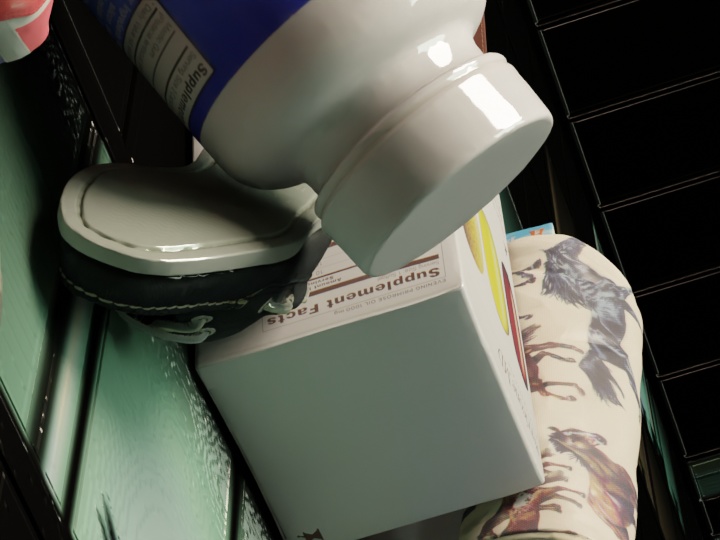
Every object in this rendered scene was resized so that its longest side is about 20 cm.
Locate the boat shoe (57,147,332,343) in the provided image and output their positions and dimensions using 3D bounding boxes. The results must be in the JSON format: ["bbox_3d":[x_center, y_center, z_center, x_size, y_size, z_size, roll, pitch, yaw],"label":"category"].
[{"bbox_3d":[-0.053,-0.004,0.950,0.200,0.076,0.060,-20,133,-66],"label":"boat shoe"}]

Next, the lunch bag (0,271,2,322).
[{"bbox_3d":[-0.142,-0.063,0.290,0.168,0.139,0.200,40,33,-75],"label":"lunch bag"}]

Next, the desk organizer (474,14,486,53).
[{"bbox_3d":[0.009,-0.118,1.288,0.072,0.077,0.200,44,-30,43],"label":"desk organizer"}]

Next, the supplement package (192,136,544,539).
[{"bbox_3d":[0.000,0.000,1.127,0.200,0.109,0.114,-96,165,-51],"label":"supplement package"}]

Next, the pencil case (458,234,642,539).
[{"bbox_3d":[0.078,0.073,1.157,0.078,0.089,0.200,24,39,-15],"label":"pencil case"}]

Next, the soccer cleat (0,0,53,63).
[{"bbox_3d":[-0.124,-0.159,0.838,0.077,0.067,0.200,79,0,-64],"label":"soccer cleat"}]

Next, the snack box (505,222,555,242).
[{"bbox_3d":[0.097,0.057,1.412,0.200,0.037,0.116,-73,147,-74],"label":"snack box"}]

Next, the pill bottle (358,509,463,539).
[{"bbox_3d":[0.079,0.178,1.263,0.114,0.114,0.200,-97,166,-48],"label":"pill bottle"}]

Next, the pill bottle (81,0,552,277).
[{"bbox_3d":[-0.029,-0.099,0.924,0.200,0.112,0.112,50,5,12],"label":"pill bottle"}]
